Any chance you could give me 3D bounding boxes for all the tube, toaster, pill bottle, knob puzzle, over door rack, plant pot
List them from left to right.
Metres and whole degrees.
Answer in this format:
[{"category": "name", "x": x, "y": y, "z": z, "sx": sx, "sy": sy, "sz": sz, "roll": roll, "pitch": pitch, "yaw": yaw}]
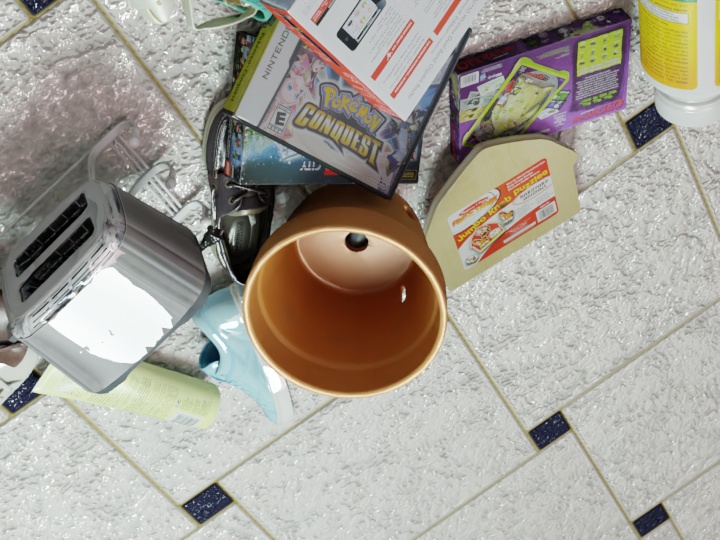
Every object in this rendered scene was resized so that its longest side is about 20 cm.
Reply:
[{"category": "over door rack", "x": -0.252, "y": -0.031, "z": 1.609, "sx": 0.199, "sy": 0.067, "sz": 0.148, "roll": -36, "pitch": 137, "yaw": 2}, {"category": "toaster", "x": -0.228, "y": 0.008, "z": 1.531, "sx": 0.200, "sy": 0.114, "sz": 0.129, "roll": -41, "pitch": 132, "yaw": 16}, {"category": "tube", "x": -0.237, "y": 0.118, "z": 1.774, "sx": 0.199, "sy": 0.052, "sz": 0.059, "roll": 18, "pitch": 76, "yaw": -37}, {"category": "plant pot", "x": -0.010, "y": 0.005, "z": 1.684, "sx": 0.198, "sy": 0.141, "sz": 0.202, "roll": 3, "pitch": 124, "yaw": 4}, {"category": "knob puzzle", "x": 0.142, "y": -0.081, "z": 1.821, "sx": 0.218, "sy": 0.031, "sz": 0.221, "roll": -23, "pitch": 145, "yaw": -17}, {"category": "pill bottle", "x": 0.339, "y": -0.247, "z": 1.736, "sx": 0.112, "sy": 0.113, "sz": 0.201, "roll": -24, "pitch": 137, "yaw": -10}]

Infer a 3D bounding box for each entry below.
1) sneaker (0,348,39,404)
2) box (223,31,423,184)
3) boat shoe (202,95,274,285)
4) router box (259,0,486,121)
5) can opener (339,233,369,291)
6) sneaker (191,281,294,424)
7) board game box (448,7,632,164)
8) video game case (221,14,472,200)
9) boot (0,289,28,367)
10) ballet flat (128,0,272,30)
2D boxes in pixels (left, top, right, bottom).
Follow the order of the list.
[{"category": "sneaker", "x": -0.386, "y": 0.144, "z": 1.675, "sx": 0.200, "sy": 0.085, "sz": 0.073, "roll": -40, "pitch": 136, "yaw": 4}, {"category": "box", "x": -0.029, "y": -0.152, "z": 1.616, "sx": 0.198, "sy": 0.038, "sz": 0.138, "roll": -2, "pitch": 107, "yaw": -31}, {"category": "boat shoe", "x": -0.113, "y": -0.074, "z": 1.652, "sx": 0.071, "sy": 0.065, "sz": 0.202, "roll": -9, "pitch": 130, "yaw": -19}, {"category": "router box", "x": 0.030, "y": -0.265, "z": 1.520, "sx": 0.179, "sy": 0.049, "sz": 0.201, "roll": 39, "pitch": 83, "yaw": -42}, {"category": "can opener", "x": 0.000, "y": 0.000, "z": 1.800, "sx": 0.066, "sy": 0.053, "sz": 0.201, "roll": 2, "pitch": 127, "yaw": -13}, {"category": "sneaker", "x": -0.128, "y": 0.094, "z": 1.805, "sx": 0.081, "sy": 0.074, "sz": 0.201, "roll": -20, "pitch": 129, "yaw": -2}, {"category": "board game box", "x": 0.185, "y": -0.189, "z": 1.759, "sx": 0.198, "sy": 0.032, "sz": 0.121, "roll": -19, "pitch": 132, "yaw": -15}, {"category": "video game case", "x": -0.009, "y": -0.185, "z": 1.578, "sx": 0.199, "sy": 0.025, "sz": 0.182, "roll": 25, "pitch": 91, "yaw": -35}, {"category": "boot", "x": -0.369, "y": 0.014, "z": 1.563, "sx": 0.165, "sy": 0.073, "sz": 0.201, "roll": 8, "pitch": 137, "yaw": -25}, {"category": "ballet flat", "x": -0.152, "y": -0.243, "z": 1.463, "sx": 0.198, "sy": 0.067, "sz": 0.071, "roll": 1, "pitch": 96, "yaw": -34}]
